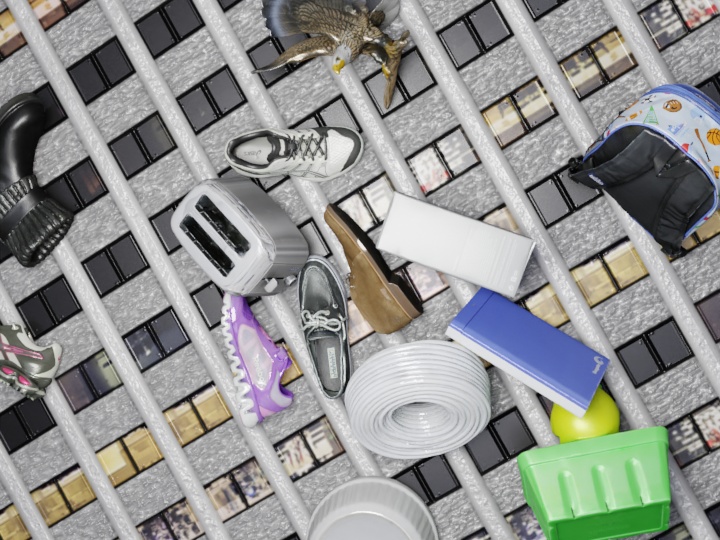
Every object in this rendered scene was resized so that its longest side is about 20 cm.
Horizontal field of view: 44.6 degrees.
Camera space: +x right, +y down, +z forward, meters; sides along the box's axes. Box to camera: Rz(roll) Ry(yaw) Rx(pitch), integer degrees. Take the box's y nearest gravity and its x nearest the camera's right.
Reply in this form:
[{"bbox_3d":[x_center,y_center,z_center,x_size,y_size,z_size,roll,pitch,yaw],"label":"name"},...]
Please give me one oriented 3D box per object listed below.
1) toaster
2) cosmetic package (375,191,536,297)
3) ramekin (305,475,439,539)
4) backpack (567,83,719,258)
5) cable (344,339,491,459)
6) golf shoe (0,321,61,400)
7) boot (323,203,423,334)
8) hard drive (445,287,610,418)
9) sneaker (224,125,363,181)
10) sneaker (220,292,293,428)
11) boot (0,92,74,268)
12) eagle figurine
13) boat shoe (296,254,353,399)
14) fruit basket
[{"bbox_3d":[-0.170,-0.052,1.196,0.114,0.129,0.200,-45,80,16],"label":"toaster"},{"bbox_3d":[0.126,-0.036,1.184,0.197,0.107,0.092,22,96,4],"label":"cosmetic package"},{"bbox_3d":[0.012,0.400,1.223,0.198,0.094,0.207,0,93,7],"label":"ramekin"},{"bbox_3d":[0.390,-0.138,1.103,0.199,0.191,0.155,38,80,4],"label":"backpack"},{"bbox_3d":[0.076,0.174,1.165,0.195,0.202,0.070,-6,49,4],"label":"cable"},{"bbox_3d":[-0.537,0.112,1.301,0.197,0.077,0.089,28,76,3],"label":"golf shoe"},{"bbox_3d":[0.000,0.000,1.222,0.075,0.074,0.201,-36,90,17],"label":"boot"},{"bbox_3d":[0.222,0.101,1.150,0.198,0.132,0.026,31,123,14],"label":"hard drive"},{"bbox_3d":[-0.093,-0.161,1.215,0.196,0.088,0.077,-6,90,6],"label":"sneaker"},{"bbox_3d":[-0.144,0.116,1.243,0.087,0.081,0.204,-12,96,1],"label":"sneaker"},{"bbox_3d":[-0.475,-0.129,1.266,0.157,0.079,0.213,38,107,11],"label":"boot"},{"bbox_3d":[-0.037,-0.310,1.167,0.196,0.151,0.155,16,105,-1],"label":"eagle figurine"},{"bbox_3d":[-0.054,0.079,1.229,0.072,0.068,0.204,-5,91,7],"label":"boat shoe"},{"bbox_3d":[0.308,0.245,1.176,0.211,0.157,0.219,-9,49,10],"label":"fruit basket"}]
